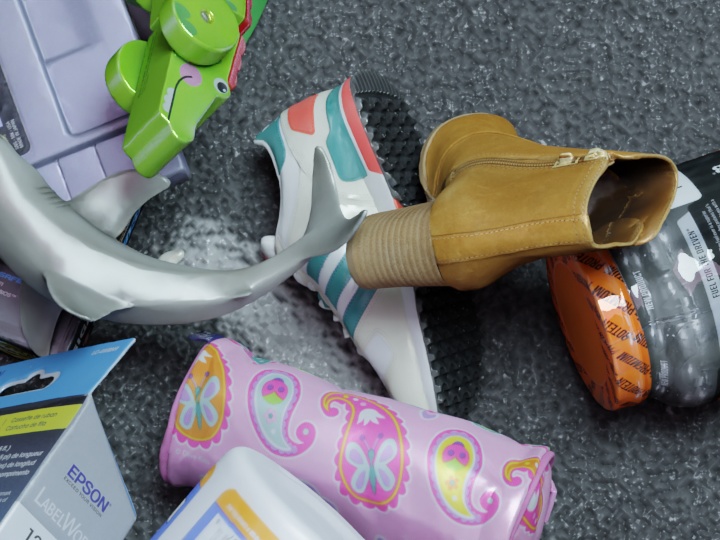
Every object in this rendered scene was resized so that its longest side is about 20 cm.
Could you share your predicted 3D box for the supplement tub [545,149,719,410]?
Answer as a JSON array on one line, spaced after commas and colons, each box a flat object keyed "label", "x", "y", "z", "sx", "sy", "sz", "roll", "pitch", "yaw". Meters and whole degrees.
[{"label": "supplement tub", "x": 0.205, "y": -0.005, "z": 0.922, "sx": 0.198, "sy": 0.123, "sz": 0.124, "roll": -18, "pitch": 74, "yaw": -8}]

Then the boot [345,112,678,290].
[{"label": "boot", "x": 0.093, "y": -0.039, "z": 0.885, "sx": 0.143, "sy": 0.201, "sz": 0.071, "roll": -8, "pitch": 107, "yaw": 28}]

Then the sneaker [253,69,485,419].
[{"label": "sneaker", "x": 0.000, "y": 0.000, "z": 0.953, "sx": 0.093, "sy": 0.070, "sz": 0.202, "roll": -17, "pitch": 89, "yaw": 29}]

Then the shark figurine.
[{"label": "shark figurine", "x": -0.105, "y": 0.001, "z": 0.859, "sx": 0.212, "sy": 0.090, "sz": 0.130, "roll": 8, "pitch": 107, "yaw": 3}]

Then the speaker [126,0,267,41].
[{"label": "speaker", "x": -0.149, "y": -0.190, "z": 0.988, "sx": 0.199, "sy": 0.089, "sz": 0.089, "roll": 27, "pitch": 74, "yaw": 6}]

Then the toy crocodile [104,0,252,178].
[{"label": "toy crocodile", "x": -0.080, "y": -0.126, "z": 0.875, "sx": 0.061, "sy": 0.067, "sz": 0.201, "roll": 29, "pitch": 43, "yaw": -25}]

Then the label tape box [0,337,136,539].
[{"label": "label tape box", "x": -0.183, "y": 0.132, "z": 0.850, "sx": 0.066, "sy": 0.142, "sz": 0.201, "roll": 52, "pitch": 49, "yaw": -24}]

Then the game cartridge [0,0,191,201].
[{"label": "game cartridge", "x": -0.182, "y": -0.118, "z": 0.923, "sx": 0.128, "sy": 0.038, "sz": 0.202, "roll": -21, "pitch": 83, "yaw": -4}]

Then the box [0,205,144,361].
[{"label": "box", "x": -0.219, "y": -0.051, "z": 0.963, "sx": 0.198, "sy": 0.046, "sz": 0.160, "roll": 21, "pitch": 74, "yaw": 4}]

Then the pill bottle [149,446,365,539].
[{"label": "pill bottle", "x": -0.080, "y": 0.189, "z": 0.803, "sx": 0.112, "sy": 0.112, "sz": 0.200, "roll": 41, "pitch": 92, "yaw": 10}]

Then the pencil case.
[{"label": "pencil case", "x": -0.002, "y": 0.097, "z": 0.889, "sx": 0.198, "sy": 0.088, "sz": 0.088, "roll": 18, "pitch": 73, "yaw": 17}]
